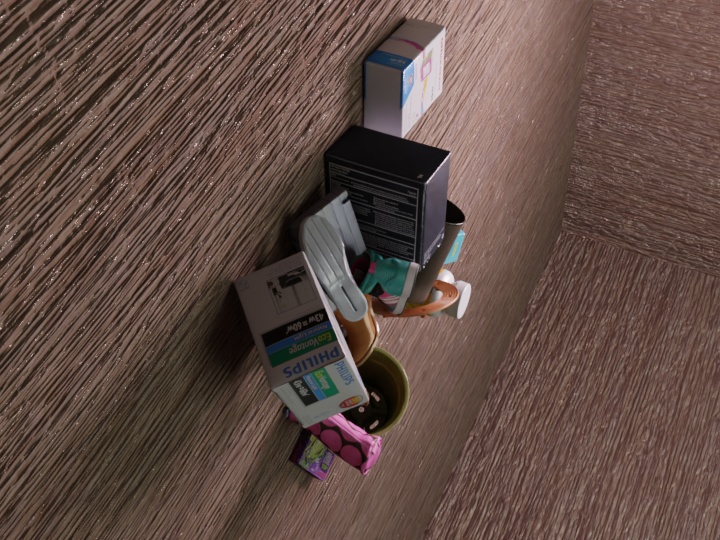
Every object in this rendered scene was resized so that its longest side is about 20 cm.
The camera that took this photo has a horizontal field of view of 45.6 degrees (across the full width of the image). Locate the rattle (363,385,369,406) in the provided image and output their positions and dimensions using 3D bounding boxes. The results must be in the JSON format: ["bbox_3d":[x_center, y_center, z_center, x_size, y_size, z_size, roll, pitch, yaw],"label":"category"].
[{"bbox_3d":[-0.046,0.141,1.543,0.143,0.199,0.131,-59,157,-31],"label":"rattle"}]

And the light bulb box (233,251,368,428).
[{"bbox_3d":[-0.091,0.114,1.365,0.124,0.201,0.199,-23,150,0],"label":"light bulb box"}]

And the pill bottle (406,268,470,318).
[{"bbox_3d":[0.146,0.041,1.962,0.113,0.199,0.113,-52,153,-42],"label":"pill bottle"}]

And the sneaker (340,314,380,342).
[{"bbox_3d":[-0.034,0.139,1.758,0.200,0.084,0.073,-30,105,-54],"label":"sneaker"}]

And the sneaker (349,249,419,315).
[{"bbox_3d":[0.033,0.023,1.551,0.200,0.120,0.084,105,1,-70],"label":"sneaker"}]

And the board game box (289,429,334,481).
[{"bbox_3d":[-0.093,0.387,1.886,0.200,0.032,0.121,62,45,-62],"label":"board game box"}]

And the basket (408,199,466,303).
[{"bbox_3d":[0.113,-0.047,1.756,0.135,0.180,0.201,6,117,-27],"label":"basket"}]

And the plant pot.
[{"bbox_3d":[0.003,0.284,1.856,0.190,0.199,0.201,89,25,-68],"label":"plant pot"}]

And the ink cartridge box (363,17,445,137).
[{"bbox_3d":[0.086,-0.366,1.622,0.200,0.084,0.145,-54,154,-42],"label":"ink cartridge box"}]

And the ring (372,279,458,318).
[{"bbox_3d":[0.110,0.062,1.822,0.200,0.199,0.019,-39,126,-56],"label":"ring"}]

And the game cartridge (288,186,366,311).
[{"bbox_3d":[-0.051,-0.033,1.524,0.129,0.038,0.201,-37,130,-23],"label":"game cartridge"}]

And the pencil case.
[{"bbox_3d":[-0.048,0.312,1.691,0.091,0.199,0.094,-45,164,-43],"label":"pencil case"}]

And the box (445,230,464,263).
[{"bbox_3d":[0.135,-0.047,1.910,0.199,0.049,0.083,-14,134,-32],"label":"box"}]

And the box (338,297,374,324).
[{"bbox_3d":[0.000,0.000,1.766,0.200,0.048,0.159,-38,141,-56],"label":"box"}]

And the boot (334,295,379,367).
[{"bbox_3d":[-0.032,0.079,1.633,0.155,0.077,0.201,15,99,-35],"label":"boot"}]

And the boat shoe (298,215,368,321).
[{"bbox_3d":[-0.056,-0.002,1.462,0.072,0.071,0.201,-29,107,-16],"label":"boat shoe"}]

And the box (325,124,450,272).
[{"bbox_3d":[0.050,-0.133,1.560,0.123,0.199,0.199,-52,152,-42],"label":"box"}]
